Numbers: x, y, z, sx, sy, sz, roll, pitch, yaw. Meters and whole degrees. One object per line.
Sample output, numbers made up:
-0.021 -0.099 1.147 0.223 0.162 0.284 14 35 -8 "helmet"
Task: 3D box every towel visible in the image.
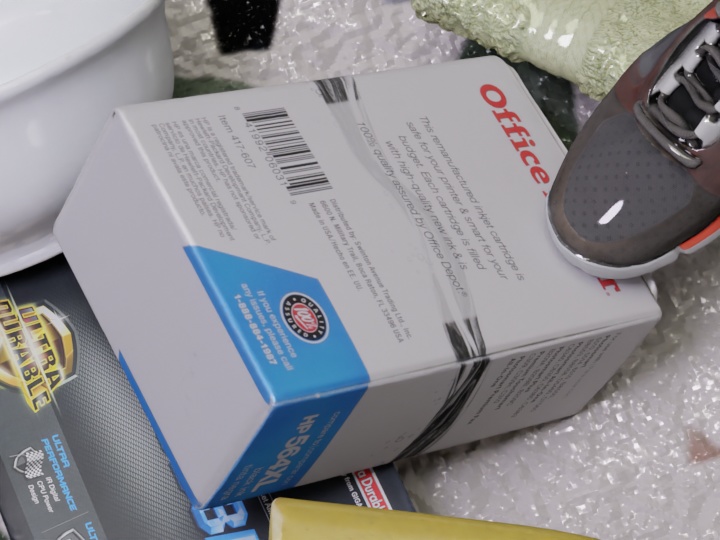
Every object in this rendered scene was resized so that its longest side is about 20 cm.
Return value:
0.124 -0.150 1.132 0.148 0.037 0.200 26 51 18 "towel"

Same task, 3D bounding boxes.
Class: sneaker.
0.144 -0.082 0.988 0.200 0.082 0.077 -45 69 5 "sneaker"

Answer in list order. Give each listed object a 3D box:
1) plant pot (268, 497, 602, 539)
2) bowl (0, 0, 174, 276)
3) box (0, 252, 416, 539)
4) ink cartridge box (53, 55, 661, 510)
0.066 0.203 0.913 0.200 0.196 0.194 -1 64 -2 "plant pot"
-0.160 -0.056 1.090 0.201 0.090 0.201 -19 21 8 "bowl"
-0.080 0.070 1.066 0.159 0.046 0.200 -23 64 -6 "box"
0.000 0.000 1.025 0.200 0.084 0.146 -10 58 -36 "ink cartridge box"
